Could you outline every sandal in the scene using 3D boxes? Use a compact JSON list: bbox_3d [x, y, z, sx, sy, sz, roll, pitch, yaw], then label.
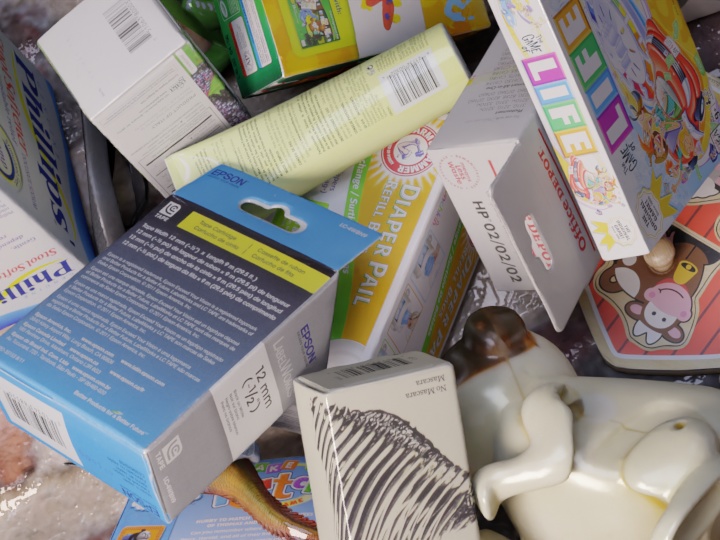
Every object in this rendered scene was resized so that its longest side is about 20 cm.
[{"bbox_3d":[-0.174,-0.093,1.317,0.042,0.076,0.202,-5,63,-8],"label":"sandal"}]

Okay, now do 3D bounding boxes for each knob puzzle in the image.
[{"bbox_3d":[0.214,-0.022,1.170,0.218,0.030,0.221,-8,64,16],"label":"knob puzzle"}]

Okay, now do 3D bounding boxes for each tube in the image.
[{"bbox_3d":[-0.025,-0.085,1.157,0.199,0.052,0.058,-28,19,6],"label":"tube"}]

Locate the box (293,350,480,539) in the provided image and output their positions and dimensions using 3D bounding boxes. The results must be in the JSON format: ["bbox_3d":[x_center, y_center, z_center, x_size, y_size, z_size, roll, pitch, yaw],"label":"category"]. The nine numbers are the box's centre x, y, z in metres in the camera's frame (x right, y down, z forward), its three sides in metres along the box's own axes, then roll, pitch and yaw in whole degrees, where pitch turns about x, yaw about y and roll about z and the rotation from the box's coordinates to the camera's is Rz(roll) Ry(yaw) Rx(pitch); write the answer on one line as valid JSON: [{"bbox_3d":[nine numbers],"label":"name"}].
[{"bbox_3d":[0.021,0.152,1.042,0.082,0.068,0.202,-13,98,-17],"label":"box"}]

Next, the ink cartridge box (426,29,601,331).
[{"bbox_3d":[0.109,-0.069,1.126,0.067,0.116,0.201,-3,41,36],"label":"ink cartridge box"}]

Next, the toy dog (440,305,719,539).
[{"bbox_3d":[0.128,0.099,1.086,0.199,0.140,0.194,24,63,27],"label":"toy dog"}]

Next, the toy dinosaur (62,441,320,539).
[{"bbox_3d":[-0.117,0.121,1.160,0.105,0.181,0.200,-40,90,-14],"label":"toy dinosaur"}]

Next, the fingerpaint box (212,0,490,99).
[{"bbox_3d":[-0.024,-0.232,1.237,0.166,0.073,0.202,-18,91,-29],"label":"fingerpaint box"}]

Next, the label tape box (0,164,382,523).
[{"bbox_3d":[-0.097,0.034,1.081,0.143,0.066,0.200,25,52,35],"label":"label tape box"}]

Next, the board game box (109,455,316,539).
[{"bbox_3d":[-0.087,0.187,1.117,0.150,0.037,0.201,-7,31,16],"label":"board game box"}]

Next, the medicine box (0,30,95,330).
[{"bbox_3d":[-0.279,-0.084,1.273,0.102,0.200,0.183,-24,61,9],"label":"medicine box"}]

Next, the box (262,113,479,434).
[{"bbox_3d":[0.000,0.000,1.185,0.112,0.102,0.201,12,66,24],"label":"box"}]

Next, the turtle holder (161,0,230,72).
[{"bbox_3d":[-0.088,-0.220,1.305,0.185,0.141,0.132,31,77,29],"label":"turtle holder"}]

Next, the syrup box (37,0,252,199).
[{"bbox_3d":[-0.122,-0.102,1.226,0.081,0.200,0.079,-38,60,2],"label":"syrup box"}]

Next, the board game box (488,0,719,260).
[{"bbox_3d":[0.145,-0.127,1.092,0.034,0.201,0.134,-9,26,41],"label":"board game box"}]

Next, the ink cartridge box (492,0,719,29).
[{"bbox_3d":[0.176,-0.237,1.253,0.199,0.084,0.146,-18,61,10],"label":"ink cartridge box"}]
